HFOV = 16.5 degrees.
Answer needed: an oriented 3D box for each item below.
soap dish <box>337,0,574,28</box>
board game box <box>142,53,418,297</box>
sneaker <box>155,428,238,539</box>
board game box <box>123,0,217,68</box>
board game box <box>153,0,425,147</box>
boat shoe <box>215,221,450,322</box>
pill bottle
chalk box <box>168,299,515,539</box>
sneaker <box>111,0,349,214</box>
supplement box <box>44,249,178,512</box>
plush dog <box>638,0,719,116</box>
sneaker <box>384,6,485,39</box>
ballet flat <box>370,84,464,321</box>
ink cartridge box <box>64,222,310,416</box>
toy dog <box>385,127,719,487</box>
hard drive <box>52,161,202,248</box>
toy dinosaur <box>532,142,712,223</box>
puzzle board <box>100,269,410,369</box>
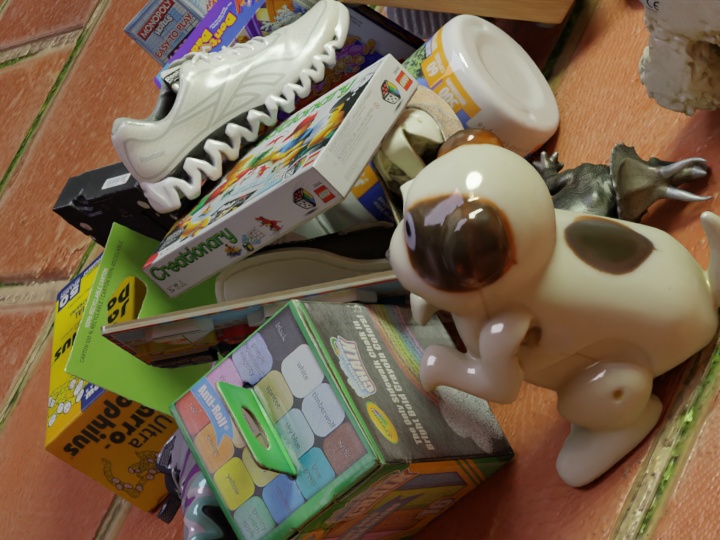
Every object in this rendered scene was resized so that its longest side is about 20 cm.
[{"bbox_3d":[0.068,-0.239,1.846,0.157,0.200,0.081,-94,9,-72],"label":"soap dish"},{"bbox_3d":[-0.056,-0.063,1.708,0.200,0.035,0.126,-29,21,45],"label":"board game box"},{"bbox_3d":[-0.112,0.165,1.825,0.140,0.078,0.200,-34,24,41],"label":"sneaker"},{"bbox_3d":[-0.091,-0.183,2.031,0.062,0.200,0.200,-43,23,28],"label":"board game box"},{"bbox_3d":[-0.039,-0.145,1.874,0.135,0.200,0.045,-50,46,14],"label":"board game box"},{"bbox_3d":[0.000,0.000,1.730,0.200,0.074,0.060,-7,31,5],"label":"boat shoe"},{"bbox_3d":[0.039,-0.084,1.811,0.200,0.112,0.112,-41,29,26],"label":"pill bottle"},{"bbox_3d":[-0.024,0.102,1.561,0.124,0.200,0.125,-40,66,28],"label":"chalk box"},{"bbox_3d":[-0.090,-0.131,1.770,0.200,0.081,0.075,-43,11,-10],"label":"sneaker"},{"bbox_3d":[-0.175,0.074,1.992,0.109,0.109,0.200,-43,29,24],"label":"supplement box"},{"bbox_3d":[0.263,-0.202,1.559,0.172,0.161,0.200,-38,17,-30],"label":"plush dog"},{"bbox_3d":[0.100,-0.272,1.980,0.200,0.075,0.105,-41,27,20],"label":"sneaker"},{"bbox_3d":[0.044,-0.058,1.672,0.068,0.067,0.200,-33,55,17],"label":"ballet flat"},{"bbox_3d":[-0.091,0.039,1.772,0.076,0.200,0.148,126,163,-50],"label":"ink cartridge box"},{"bbox_3d":[0.106,0.008,1.480,0.194,0.200,0.140,-34,33,38],"label":"toy dog"},{"bbox_3d":[-0.122,-0.014,1.902,0.140,0.200,0.038,-11,47,57],"label":"hard drive"},{"bbox_3d":[0.132,-0.020,1.617,0.200,0.077,0.102,-47,13,7],"label":"toy dinosaur"},{"bbox_3d":[-0.058,0.035,1.640,0.200,0.151,0.017,-11,80,5],"label":"puzzle board"}]
